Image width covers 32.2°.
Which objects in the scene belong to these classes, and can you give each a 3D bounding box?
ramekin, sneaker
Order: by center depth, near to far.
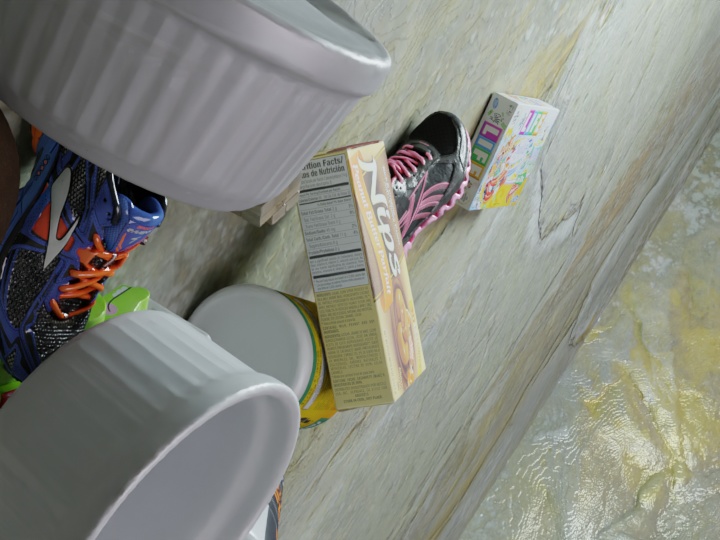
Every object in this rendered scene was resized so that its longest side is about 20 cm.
[{"bbox_3d":[-0.091,-0.110,0.570,0.095,0.202,0.202,-57,164,16],"label":"ramekin"},{"bbox_3d":[-0.150,-0.026,0.684,0.075,0.078,0.203,-8,118,-66],"label":"sneaker"},{"bbox_3d":[-0.135,0.121,0.721,0.200,0.097,0.201,-44,156,-25],"label":"ramekin"},{"bbox_3d":[0.037,-0.078,1.183,0.201,0.078,0.096,-57,151,-16],"label":"sneaker"}]

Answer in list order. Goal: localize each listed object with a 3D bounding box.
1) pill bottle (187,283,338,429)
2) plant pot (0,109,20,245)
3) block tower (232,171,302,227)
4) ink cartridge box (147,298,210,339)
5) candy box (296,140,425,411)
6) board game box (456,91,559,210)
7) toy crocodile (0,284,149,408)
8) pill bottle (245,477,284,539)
[{"bbox_3d":[-0.065,0.077,1.052,0.114,0.112,0.200,-61,163,2],"label":"pill bottle"},{"bbox_3d":[-0.209,-0.021,0.444,0.200,0.185,0.189,-53,167,-70],"label":"plant pot"},{"bbox_3d":[-0.066,-0.119,0.845,0.054,0.057,0.202,-46,156,-40],"label":"block tower"},{"bbox_3d":[-0.189,0.126,0.854,0.200,0.067,0.117,-46,156,-38],"label":"ink cartridge box"},{"bbox_3d":[0.000,0.000,1.018,0.115,0.055,0.203,-31,111,-73],"label":"candy box"},{"bbox_3d":[0.174,-0.143,1.507,0.136,0.034,0.200,-66,162,14],"label":"board game box"},{"bbox_3d":[-0.192,0.063,0.763,0.200,0.061,0.068,-34,149,-56],"label":"toy crocodile"},{"bbox_3d":[-0.116,0.189,1.018,0.201,0.105,0.107,-89,-161,-66],"label":"pill bottle"}]
